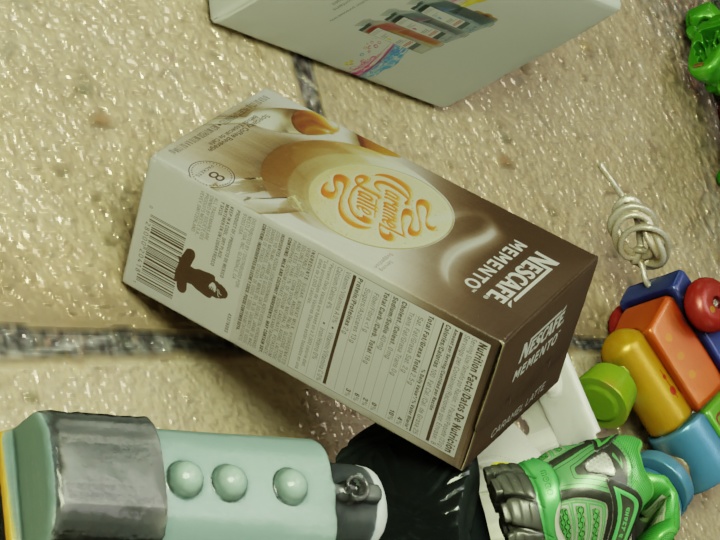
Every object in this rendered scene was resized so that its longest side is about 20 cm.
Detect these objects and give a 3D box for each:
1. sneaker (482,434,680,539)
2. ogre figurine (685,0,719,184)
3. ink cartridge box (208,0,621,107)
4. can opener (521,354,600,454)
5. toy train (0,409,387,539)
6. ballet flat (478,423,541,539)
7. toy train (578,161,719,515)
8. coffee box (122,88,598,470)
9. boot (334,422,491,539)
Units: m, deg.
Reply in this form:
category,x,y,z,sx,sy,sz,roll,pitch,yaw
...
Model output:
category,x,y,z,sx,sy,sz,roll,pitch,yaw
sneaker,0.122,0.145,1.192,0.200,0.085,0.078,64,9,-60
ogre figurine,0.280,-0.102,1.673,0.098,0.200,0.120,-41,120,-8
ink cartridge box,0.025,-0.204,1.378,0.200,0.144,0.146,16,57,-47
can opener,0.129,0.117,1.393,0.066,0.053,0.201,-13,80,-54
toy train,-0.085,0.110,1.061,0.199,0.114,0.086,8,63,-32
ballet flat,0.081,0.165,1.284,0.069,0.069,0.201,6,67,-49
toy train,0.164,0.048,1.464,0.116,0.084,0.200,-42,103,-39
coffee box,0.000,0.000,1.192,0.199,0.080,0.114,28,33,17
boot,0.047,0.183,1.169,0.200,0.076,0.169,-100,170,-59
